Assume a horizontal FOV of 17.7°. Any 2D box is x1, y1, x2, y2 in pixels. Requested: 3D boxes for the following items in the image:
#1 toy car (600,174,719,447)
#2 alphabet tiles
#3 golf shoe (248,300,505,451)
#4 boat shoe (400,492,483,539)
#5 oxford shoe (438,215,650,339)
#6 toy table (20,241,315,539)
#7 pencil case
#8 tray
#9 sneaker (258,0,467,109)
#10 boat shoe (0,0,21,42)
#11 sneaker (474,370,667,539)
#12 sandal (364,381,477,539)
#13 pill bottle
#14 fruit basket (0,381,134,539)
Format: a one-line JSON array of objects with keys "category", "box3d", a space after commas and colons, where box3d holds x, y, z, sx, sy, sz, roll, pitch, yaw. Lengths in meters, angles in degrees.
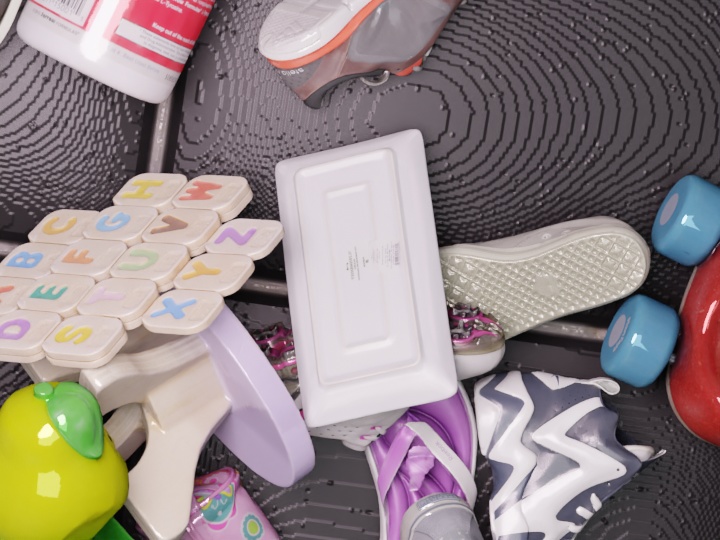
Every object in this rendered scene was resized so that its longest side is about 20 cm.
[{"category": "toy car", "box3d": [0.291, 0.036, 1.537, 0.184, 0.200, 0.177, 25, 83, -10]}, {"category": "alphabet tiles", "box3d": [-0.156, -0.004, 1.504, 0.195, 0.200, 0.015, 4, 128, 32]}, {"category": "golf shoe", "box3d": [0.009, 0.074, 1.581, 0.199, 0.073, 0.092, -10, 111, 19]}, {"category": "boat shoe", "box3d": [0.065, 0.249, 1.591, 0.070, 0.072, 0.201, -13, 123, -8]}, {"category": "oxford shoe", "box3d": [0.104, 0.007, 1.603, 0.199, 0.058, 0.075, -13, 105, 12]}, {"category": "toy table", "box3d": [-0.137, 0.083, 1.525, 0.117, 0.184, 0.200, -33, 62, -24]}, {"category": "pencil case", "box3d": [-0.077, 0.238, 1.600, 0.087, 0.087, 0.200, -26, 98, -1]}, {"category": "tray", "box3d": [0.000, 0.000, 1.541, 0.107, 0.022, 0.201, -13, 64, 11]}, {"category": "sneaker", "box3d": [0.029, -0.178, 1.573, 0.200, 0.077, 0.082, -28, 126, 0]}, {"category": "boat shoe", "box3d": [-0.246, -0.203, 1.496, 0.060, 0.072, 0.201, 9, 135, -42]}, {"category": "sneaker", "box3d": [0.154, 0.164, 1.612, 0.129, 0.079, 0.200, -8, 88, 5]}, {"category": "sandal", "box3d": [0.046, 0.151, 1.616, 0.082, 0.050, 0.203, -6, 98, -4]}, {"category": "pill bottle", "box3d": [-0.136, -0.221, 1.519, 0.112, 0.112, 0.200, 26, 95, -8]}, {"category": "fruit basket", "box3d": [-0.192, 0.156, 1.453, 0.215, 0.155, 0.216, -6, 80, 36]}]
